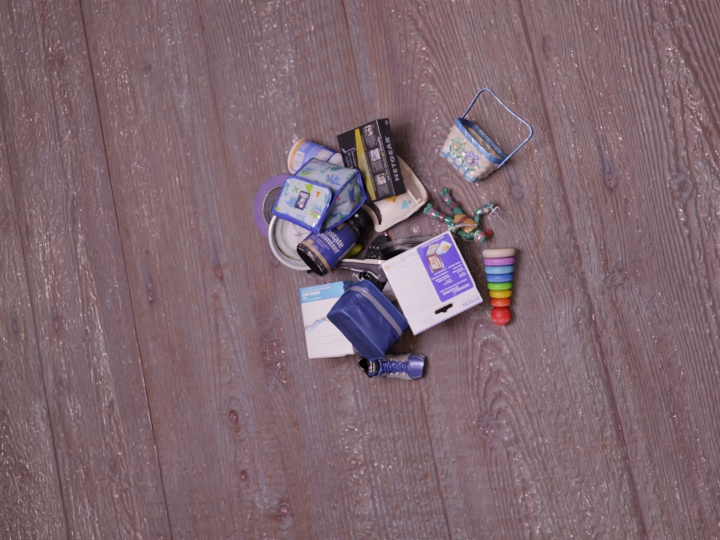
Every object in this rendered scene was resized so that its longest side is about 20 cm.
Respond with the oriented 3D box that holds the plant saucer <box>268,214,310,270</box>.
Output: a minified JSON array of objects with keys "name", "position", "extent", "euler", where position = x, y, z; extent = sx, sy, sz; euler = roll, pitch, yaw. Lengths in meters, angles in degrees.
[{"name":"plant saucer","position":[-0.164,-0.104,1.549],"extent":[0.198,0.050,0.203],"euler":[-2,100,-12]}]

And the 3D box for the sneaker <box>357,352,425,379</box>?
[{"name":"sneaker","position":[0.075,0.270,1.513],"extent":[0.197,0.115,0.082],"euler":[4,93,22]}]

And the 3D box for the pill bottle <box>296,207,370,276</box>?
[{"name":"pill bottle","position":[-0.071,-0.089,1.483],"extent":[0.112,0.112,0.200],"euler":[40,74,16]}]

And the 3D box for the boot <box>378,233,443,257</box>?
[{"name":"boot","position":[0.152,-0.010,1.454],"extent":[0.209,0.079,0.160],"euler":[-5,89,19]}]

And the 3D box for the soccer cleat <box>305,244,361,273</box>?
[{"name":"soccer cleat","position":[-0.082,-0.036,1.599],"extent":[0.198,0.065,0.085],"euler":[-11,81,26]}]

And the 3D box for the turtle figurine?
[{"name":"turtle figurine","position":[0.271,-0.130,1.430],"extent":[0.199,0.149,0.101],"euler":[38,144,29]}]

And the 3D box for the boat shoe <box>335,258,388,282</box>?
[{"name":"boat shoe","position":[0.000,0.000,1.491],"extent":[0.199,0.072,0.064],"euler":[2,91,43]}]

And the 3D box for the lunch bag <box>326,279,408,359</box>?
[{"name":"lunch bag","position":[0.018,0.117,1.412],"extent":[0.200,0.136,0.132],"euler":[49,64,-10]}]

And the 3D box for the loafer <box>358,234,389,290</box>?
[{"name":"loafer","position":[0.045,-0.002,1.551],"extent":[0.068,0.070,0.203],"euler":[8,77,44]}]

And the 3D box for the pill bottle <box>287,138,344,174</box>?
[{"name":"pill bottle","position":[-0.103,-0.299,1.581],"extent":[0.199,0.112,0.113],"euler":[26,100,19]}]

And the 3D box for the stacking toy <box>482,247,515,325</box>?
[{"name":"stacking toy","position":[0.367,0.043,1.417],"extent":[0.084,0.085,0.203],"euler":[-3,95,22]}]

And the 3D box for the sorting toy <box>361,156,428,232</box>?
[{"name":"sorting toy","position":[0.076,-0.208,1.522],"extent":[0.180,0.107,0.201],"euler":[-41,75,25]}]

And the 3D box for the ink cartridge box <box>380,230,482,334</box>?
[{"name":"ink cartridge box","position":[0.179,0.031,1.382],"extent":[0.196,0.043,0.202],"euler":[-25,84,4]}]

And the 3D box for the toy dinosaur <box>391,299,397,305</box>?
[{"name":"toy dinosaur","position":[0.066,0.125,1.525],"extent":[0.105,0.061,0.201],"euler":[13,125,-9]}]

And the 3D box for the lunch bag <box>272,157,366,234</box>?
[{"name":"lunch bag","position":[-0.112,-0.189,1.421],"extent":[0.169,0.128,0.200],"euler":[22,59,33]}]

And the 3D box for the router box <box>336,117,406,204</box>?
[{"name":"router box","position":[0.027,-0.286,1.454],"extent":[0.156,0.052,0.202],"euler":[-7,100,45]}]

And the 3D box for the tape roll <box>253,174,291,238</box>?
[{"name":"tape roll","position":[-0.218,-0.184,1.643],"extent":[0.198,0.085,0.203],"euler":[0,91,21]}]

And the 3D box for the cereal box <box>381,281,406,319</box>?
[{"name":"cereal box","position":[0.153,0.037,1.519],"extent":[0.143,0.039,0.202],"euler":[31,101,18]}]

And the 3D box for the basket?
[{"name":"basket","position":[0.318,-0.335,1.395],"extent":[0.177,0.139,0.200],"euler":[47,116,16]}]

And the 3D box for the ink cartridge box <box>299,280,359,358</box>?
[{"name":"ink cartridge box","position":[-0.070,0.138,1.552],"extent":[0.143,0.147,0.203],"euler":[-10,86,22]}]
